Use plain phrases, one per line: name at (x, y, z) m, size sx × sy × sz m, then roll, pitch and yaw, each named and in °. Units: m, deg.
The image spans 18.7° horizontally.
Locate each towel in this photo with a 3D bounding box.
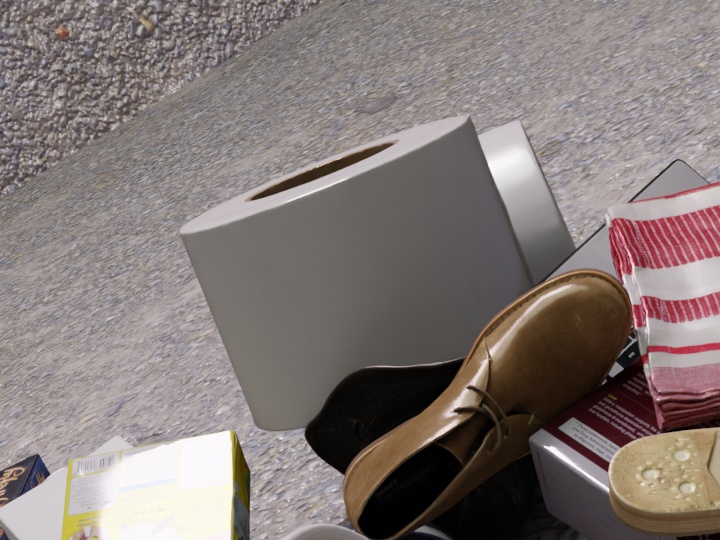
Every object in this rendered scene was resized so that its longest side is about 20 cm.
towel at (0.219, 0.006, 1.226) m, size 0.143 × 0.023 × 0.200 m, roll -13°, pitch 35°, yaw 5°

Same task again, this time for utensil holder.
utensil holder at (0.056, 0.003, 1.584) m, size 0.199 × 0.171 × 0.170 m, roll -23°, pitch 15°, yaw 6°

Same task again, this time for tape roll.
tape roll at (0.000, 0.000, 1.401) m, size 0.202 × 0.140 × 0.203 m, roll -22°, pitch 7°, yaw 3°

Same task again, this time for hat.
hat at (0.059, 0.123, 1.301) m, size 0.200 × 0.200 × 0.081 m, roll -19°, pitch 58°, yaw 28°

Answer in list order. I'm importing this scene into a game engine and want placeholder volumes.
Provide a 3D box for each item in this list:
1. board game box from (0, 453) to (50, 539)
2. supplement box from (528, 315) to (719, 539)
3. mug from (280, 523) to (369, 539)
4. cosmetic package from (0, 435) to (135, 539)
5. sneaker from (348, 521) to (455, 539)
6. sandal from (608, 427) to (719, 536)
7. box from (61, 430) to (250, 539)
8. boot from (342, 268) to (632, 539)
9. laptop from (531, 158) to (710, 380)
board game box at (-0.325, 0.225, 1.754) m, size 0.135 × 0.035 × 0.200 m, roll -25°, pitch 15°, yaw 9°
supplement box at (0.204, 0.081, 1.202) m, size 0.200 × 0.061 × 0.109 m, roll -33°, pitch 39°, yaw -20°
mug at (-0.061, 0.230, 1.090) m, size 0.153 × 0.150 × 0.187 m, roll -27°, pitch 6°, yaw 31°
cosmetic package at (-0.173, 0.190, 1.523) m, size 0.113 × 0.081 × 0.200 m, roll -31°, pitch 14°, yaw -13°
sneaker at (-0.026, 0.203, 1.237) m, size 0.199 × 0.070 × 0.109 m, roll -20°, pitch 20°, yaw 1°
sandal at (0.228, 0.079, 1.098) m, size 0.211 × 0.070 × 0.078 m, roll -11°, pitch 47°, yaw -2°
box at (-0.127, 0.193, 1.351) m, size 0.117 × 0.049 × 0.200 m, roll -11°, pitch 40°, yaw 8°
boot at (0.073, 0.080, 1.194) m, size 0.200 × 0.074 × 0.075 m, roll -43°, pitch 3°, yaw 5°
laptop at (0.243, 0.007, 1.351) m, size 0.187 × 0.200 × 0.116 m, roll -39°, pitch -15°, yaw -38°
